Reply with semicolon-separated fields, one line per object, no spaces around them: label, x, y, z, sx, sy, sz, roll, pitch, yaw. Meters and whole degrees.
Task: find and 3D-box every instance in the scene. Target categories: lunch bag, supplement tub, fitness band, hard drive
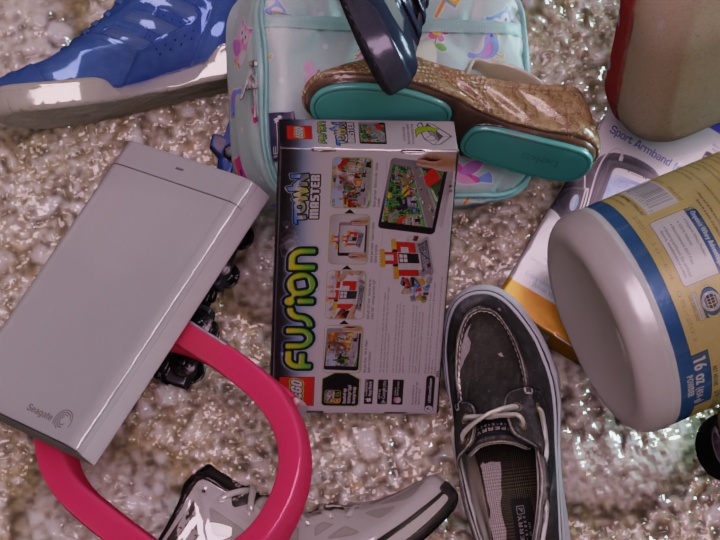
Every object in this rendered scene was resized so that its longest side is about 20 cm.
lunch bag;0.011;-0.117;1.735;0.199;0.077;0.161;-1;87;-22
supplement tub;0.231;0.000;1.677;0.199;0.145;0.145;-22;79;-11
fitness band;-0.114;0.110;1.678;0.200;0.037;0.144;33;88;31
hard drive;-0.156;0.017;1.707;0.132;0.027;0.200;19;72;46

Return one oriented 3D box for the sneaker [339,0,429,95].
sneaker;0.023;-0.186;1.637;0.082;0.070;0.200;-19;43;5

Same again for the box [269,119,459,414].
box;0.000;0.000;1.687;0.110;0.201;0.035;1;34;-4

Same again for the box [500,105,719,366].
box;0.185;-0.029;1.775;0.119;0.041;0.200;31;74;4

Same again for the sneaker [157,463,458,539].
sneaker;-0.045;0.156;1.696;0.200;0.076;0.116;-30;82;-7

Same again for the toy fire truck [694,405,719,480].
toy fire truck;0.340;0.142;1.715;0.199;0.129;0.177;-11;82;-25

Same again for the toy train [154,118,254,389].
toy train;-0.096;-0.021;1.758;0.046;0.034;0.201;16;77;13

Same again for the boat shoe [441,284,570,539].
boat shoe;0.093;0.106;1.703;0.072;0.071;0.201;-15;84;13

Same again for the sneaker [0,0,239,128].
sneaker;-0.153;-0.162;1.761;0.199;0.077;0.112;-13;84;-11

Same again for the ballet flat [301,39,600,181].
ballet flat;0.055;-0.106;1.686;0.199;0.071;0.065;14;54;-23

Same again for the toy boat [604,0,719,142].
toy boat;0.205;-0.182;1.701;0.130;0.200;0.131;-23;65;-13
